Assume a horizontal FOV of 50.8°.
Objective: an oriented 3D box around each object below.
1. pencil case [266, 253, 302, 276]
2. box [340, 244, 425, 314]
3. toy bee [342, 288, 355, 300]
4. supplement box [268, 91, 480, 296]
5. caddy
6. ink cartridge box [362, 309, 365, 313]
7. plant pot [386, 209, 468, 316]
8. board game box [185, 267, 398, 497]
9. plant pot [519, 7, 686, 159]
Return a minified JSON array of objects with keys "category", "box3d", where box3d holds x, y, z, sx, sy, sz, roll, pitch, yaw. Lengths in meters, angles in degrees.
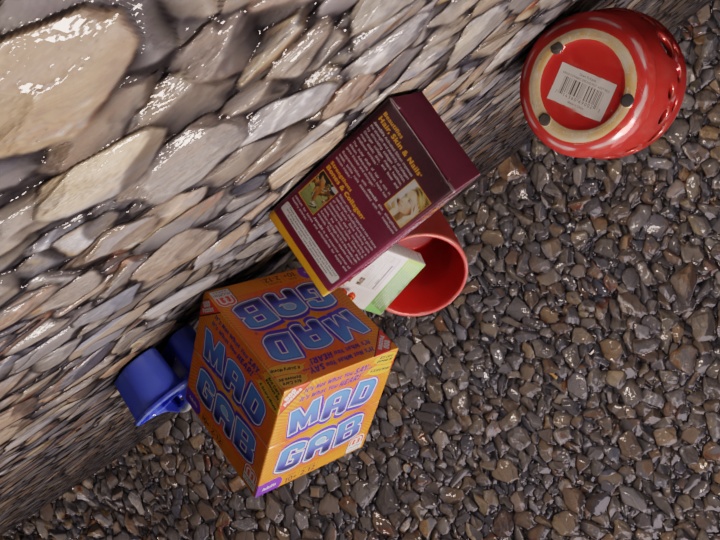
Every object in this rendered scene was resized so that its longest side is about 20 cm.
[{"category":"pencil case","box3d":[-0.085,-0.001,1.186,0.199,0.089,0.079,-41,-141,20]},{"category":"box","box3d":[0.000,0.000,1.353,0.197,0.037,0.145,20,125,-35]},{"category":"toy bee","box3d":[-0.038,0.087,1.314,0.202,0.130,0.109,-59,172,34]},{"category":"supplement box","box3d":[0.012,-0.079,0.800,0.199,0.111,0.085,-38,177,32]},{"category":"caddy","box3d":[-0.298,0.175,1.189,0.141,0.106,0.200,-35,177,-35]},{"category":"ink cartridge box","box3d":[-0.036,0.111,1.526,0.046,0.203,0.198,-2,169,-41]},{"category":"plant pot","box3d":[0.104,-0.044,1.491,0.199,0.200,0.179,-37,-147,24]},{"category":"board game box","box3d":[-0.103,0.146,1.071,0.197,0.200,0.203,-15,135,-40]},{"category":"plant pot","box3d":[0.322,-0.251,1.019,0.199,0.203,0.181,-37,170,31]}]
